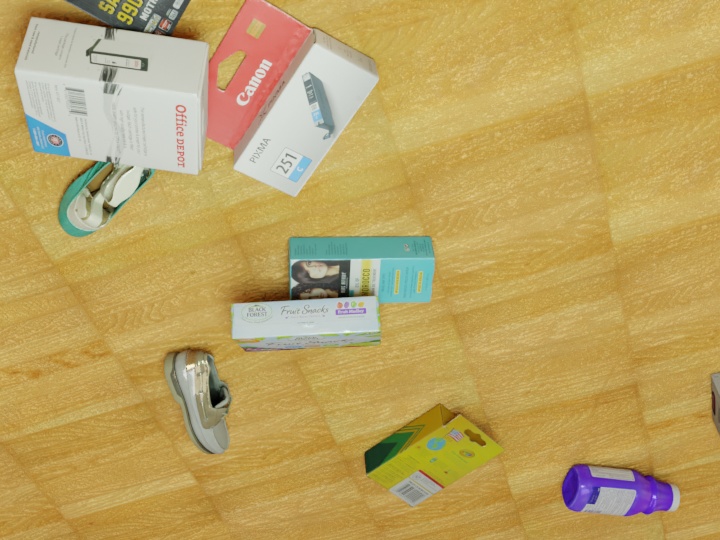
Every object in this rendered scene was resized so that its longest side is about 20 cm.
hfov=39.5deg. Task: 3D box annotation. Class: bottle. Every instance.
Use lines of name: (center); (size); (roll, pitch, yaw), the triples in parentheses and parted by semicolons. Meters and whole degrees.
bottle: (0.451, 0.382, 1.729); (0.197, 0.066, 0.084); (7, 129, -12)

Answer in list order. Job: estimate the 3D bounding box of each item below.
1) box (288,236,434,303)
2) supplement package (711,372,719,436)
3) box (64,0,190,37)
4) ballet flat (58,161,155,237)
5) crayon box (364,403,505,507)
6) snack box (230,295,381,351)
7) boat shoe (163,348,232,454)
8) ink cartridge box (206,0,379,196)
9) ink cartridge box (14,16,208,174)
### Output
box: (0.000, 0.000, 1.382); (0.197, 0.049, 0.083); (-1, 130, -5)
supplement package: (0.649, 0.252, 1.552); (0.154, 0.201, 0.112); (-13, 129, 7)
box: (-0.235, -0.356, 1.067); (0.157, 0.049, 0.200); (26, 123, -25)
ballet flat: (-0.322, -0.097, 1.258); (0.067, 0.071, 0.200); (32, 120, -28)
crayon box: (0.120, 0.297, 1.637); (0.199, 0.051, 0.127); (-35, 124, 23)
snack box: (-0.071, 0.076, 1.385); (0.197, 0.054, 0.142); (-3, 167, 0)
boat shoe: (-0.229, 0.202, 1.512); (0.068, 0.075, 0.201); (-10, 129, 11)
ink cartridge box: (-0.103, -0.204, 1.208); (0.175, 0.045, 0.200); (24, 123, -24)
ink cartridge box: (-0.273, -0.195, 1.137); (0.197, 0.085, 0.147); (7, 148, -5)
